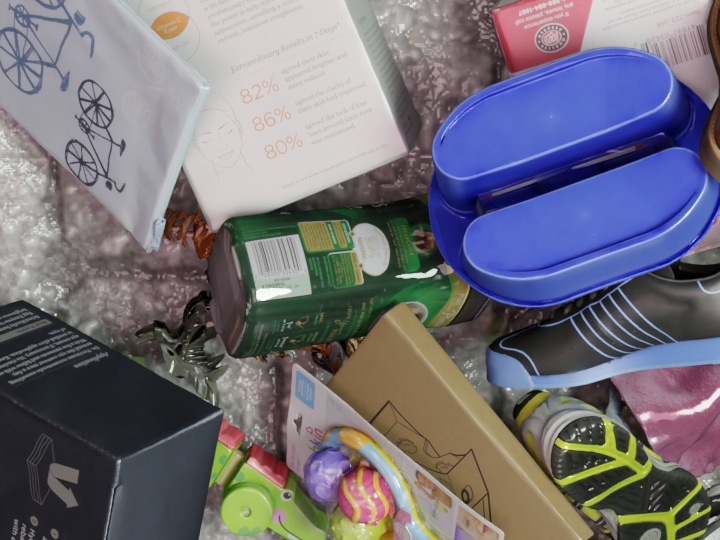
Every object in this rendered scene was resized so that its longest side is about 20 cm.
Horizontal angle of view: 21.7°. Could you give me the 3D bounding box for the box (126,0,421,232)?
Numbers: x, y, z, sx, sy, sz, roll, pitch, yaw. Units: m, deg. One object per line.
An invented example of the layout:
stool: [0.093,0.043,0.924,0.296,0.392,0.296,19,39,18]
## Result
box: [-0.066,-0.152,1.296,0.152,0.106,0.201,-21,100,11]

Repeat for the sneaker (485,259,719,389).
sneaker: [0.174,0.028,1.258,0.199,0.070,0.078,-10,99,18]

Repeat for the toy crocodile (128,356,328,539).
toy crocodile: [-0.106,0.137,1.386,0.200,0.068,0.062,35,103,-2]

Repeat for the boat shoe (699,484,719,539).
boat shoe: [0.231,0.249,1.378,0.075,0.060,0.201,24,104,1]

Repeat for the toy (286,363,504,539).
toy: [0.008,0.166,1.296,0.200,0.047,0.115,35,141,26]

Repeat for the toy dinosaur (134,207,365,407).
toy dinosaur: [-0.090,0.022,1.362,0.200,0.102,0.136,38,89,15]

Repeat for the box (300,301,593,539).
box: [0.054,0.138,1.287,0.200,0.021,0.164,51,142,11]

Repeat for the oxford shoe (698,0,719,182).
oxford shoe: [0.259,-0.139,1.173,0.071,0.201,0.071,18,137,-6]

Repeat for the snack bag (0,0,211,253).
snack bag: [-0.183,-0.133,1.280,0.200,0.021,0.189,44,141,15]

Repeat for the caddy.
caddy: [0.138,-0.059,1.212,0.199,0.105,0.142,-19,77,8]

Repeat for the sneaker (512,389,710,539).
sneaker: [0.175,0.139,1.289,0.075,0.076,0.200,-44,132,-2]

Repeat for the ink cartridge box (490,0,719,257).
ink cartridge box: [0.187,-0.110,1.289,0.147,0.086,0.201,-16,102,9]

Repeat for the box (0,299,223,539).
box: [-0.220,0.157,1.329,0.199,0.117,0.197,26,118,27]

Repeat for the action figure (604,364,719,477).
action figure: [0.273,0.057,1.325,0.200,0.134,0.149,-43,68,14]

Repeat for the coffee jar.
coffee jar: [0.000,0.000,1.293,0.199,0.104,0.086,-8,68,-19]
